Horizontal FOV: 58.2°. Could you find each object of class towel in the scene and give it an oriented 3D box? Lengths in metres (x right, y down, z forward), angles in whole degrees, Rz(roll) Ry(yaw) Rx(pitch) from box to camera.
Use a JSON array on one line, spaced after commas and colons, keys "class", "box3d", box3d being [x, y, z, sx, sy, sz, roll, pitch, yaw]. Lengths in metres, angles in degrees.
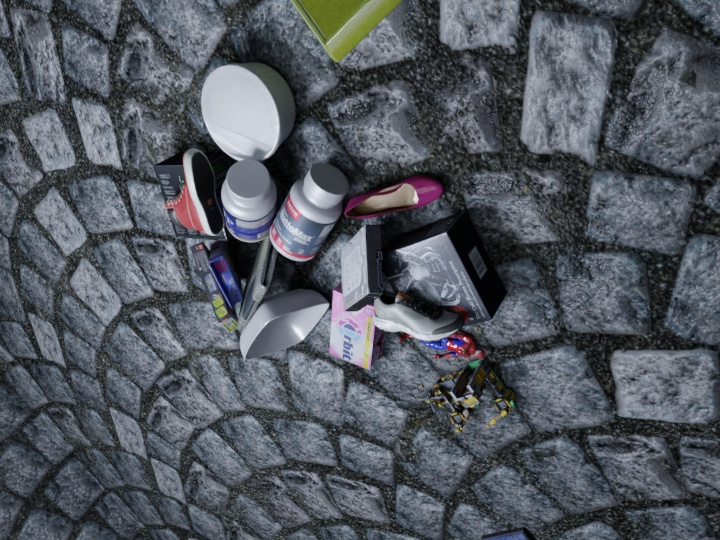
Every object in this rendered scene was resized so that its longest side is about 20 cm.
[{"class": "towel", "box3d": [-0.235, 0.015, 1.510, 0.034, 0.202, 0.193, 18, 137, -17]}]

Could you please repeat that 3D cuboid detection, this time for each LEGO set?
[{"class": "LEGO set", "box3d": [0.232, 0.294, 1.427, 0.198, 0.116, 0.155, -20, 107, 39]}]

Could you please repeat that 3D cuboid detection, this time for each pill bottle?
[{"class": "pill bottle", "box3d": [-0.107, -0.126, 1.378, 0.119, 0.120, 0.201, 39, 131, 4]}, {"class": "pill bottle", "box3d": [-0.239, -0.151, 1.394, 0.119, 0.120, 0.200, 37, 159, 6]}]

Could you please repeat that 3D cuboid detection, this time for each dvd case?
[{"class": "dvd case", "box3d": [0.421, 0.749, 1.661, 0.142, 0.018, 0.201, -33, 97, 41]}]

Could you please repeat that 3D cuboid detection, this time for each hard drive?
[{"class": "hard drive", "box3d": [0.000, 0.000, 1.338, 0.200, 0.037, 0.142, 142, 127, -69]}]

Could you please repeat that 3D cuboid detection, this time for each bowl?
[{"class": "bowl", "box3d": [-0.193, 0.119, 1.549, 0.075, 0.198, 0.200, 55, 135, 20]}]

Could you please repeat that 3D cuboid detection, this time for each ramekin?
[{"class": "ramekin", "box3d": [-0.224, -0.333, 1.338, 0.200, 0.094, 0.205, 15, 125, 23]}]

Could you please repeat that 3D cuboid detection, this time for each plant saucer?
[{"class": "plant saucer", "box3d": [-0.051, -0.505, 1.151, 0.199, 0.048, 0.201, -31, 99, 41]}]

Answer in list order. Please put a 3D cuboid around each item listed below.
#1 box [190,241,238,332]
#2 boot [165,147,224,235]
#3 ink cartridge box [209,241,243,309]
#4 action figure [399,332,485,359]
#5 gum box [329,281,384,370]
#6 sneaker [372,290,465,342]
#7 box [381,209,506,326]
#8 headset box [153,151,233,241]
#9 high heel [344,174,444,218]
[{"class": "box", "box3d": [-0.348, 0.040, 1.557, 0.110, 0.034, 0.202, 80, 166, -71]}, {"class": "boot", "box3d": [-0.390, -0.178, 1.433, 0.143, 0.072, 0.202, 13, 127, 27]}, {"class": "ink cartridge box", "box3d": [-0.324, 0.006, 1.565, 0.041, 0.200, 0.121, -23, 110, -3]}, {"class": "action figure", "box3d": [0.179, 0.159, 1.426, 0.197, 0.052, 0.066, 11, 120, 23]}, {"class": "gum box", "box3d": [-0.006, 0.130, 1.508, 0.112, 0.066, 0.202, 21, 127, 21]}, {"class": "sneaker", "box3d": [0.109, 0.085, 1.269, 0.198, 0.074, 0.080, 9, 118, 29]}, {"class": "box", "box3d": [0.163, 0.011, 1.304, 0.181, 0.104, 0.202, -19, 107, 40]}, {"class": "headset box", "box3d": [-0.376, -0.183, 1.528, 0.172, 0.093, 0.202, 4, 120, 30]}, {"class": "high heel", "box3d": [0.066, -0.135, 1.277, 0.198, 0.096, 0.068, -10, 113, 36]}]
